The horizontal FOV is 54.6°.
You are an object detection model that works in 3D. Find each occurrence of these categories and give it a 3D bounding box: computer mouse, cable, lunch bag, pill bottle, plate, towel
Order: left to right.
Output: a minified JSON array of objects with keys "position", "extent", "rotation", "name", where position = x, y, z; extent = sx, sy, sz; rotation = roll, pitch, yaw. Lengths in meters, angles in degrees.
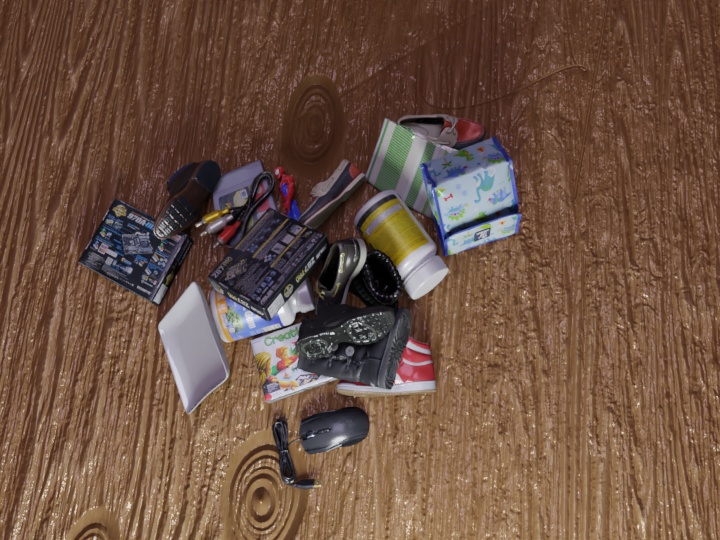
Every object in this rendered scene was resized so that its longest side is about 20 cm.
[{"position":[-0.326,0.154,1.384],"extent":[0.032,0.199,0.204],"rotation":[-8,66,-43],"name":"plate"},{"position":[-0.246,-0.123,1.460],"extent":[0.199,0.050,0.097],"rotation":[-43,75,-5],"name":"cable"},{"position":[-0.194,0.065,1.407],"extent":[0.194,0.112,0.115],"rotation":[-16,73,2],"name":"pill bottle"},{"position":[-0.075,0.343,1.350],"extent":[0.194,0.046,0.145],"rotation":[-9,72,3],"name":"computer mouse"},{"position":[0.083,-0.052,1.410],"extent":[0.113,0.115,0.202],"rotation":[-34,73,-5],"name":"pill bottle"},{"position":[0.114,-0.211,1.461],"extent":[0.196,0.023,0.156],"rotation":[28,115,12],"name":"towel"},{"position":[0.224,-0.132,1.388],"extent":[0.165,0.203,0.129],"rotation":[-17,39,2],"name":"lunch bag"}]

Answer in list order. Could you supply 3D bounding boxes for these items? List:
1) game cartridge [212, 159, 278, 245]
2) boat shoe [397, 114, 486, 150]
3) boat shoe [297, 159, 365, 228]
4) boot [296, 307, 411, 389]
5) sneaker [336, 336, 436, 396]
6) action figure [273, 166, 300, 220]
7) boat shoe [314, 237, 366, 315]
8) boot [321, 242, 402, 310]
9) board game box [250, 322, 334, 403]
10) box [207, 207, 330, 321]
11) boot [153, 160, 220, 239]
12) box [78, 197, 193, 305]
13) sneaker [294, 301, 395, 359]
[{"position":[-0.245,-0.126,1.506],"extent":[0.130,0.041,0.205],"rotation":[-22,73,3],"name":"game cartridge"},{"position":[0.172,-0.300,1.490],"extent":[0.194,0.063,0.073],"rotation":[3,72,5],"name":"boat shoe"},{"position":[-0.070,-0.158,1.460],"extent":[0.062,0.071,0.200],"rotation":[41,62,5],"name":"boat shoe"},{"position":[-0.014,0.134,1.347],"extent":[0.195,0.066,0.168],"rotation":[6,60,29],"name":"boot"},{"position":[0.048,0.187,1.369],"extent":[0.193,0.071,0.116],"rotation":[-2,78,-3],"name":"sneaker"},{"position":[-0.147,-0.129,1.481],"extent":[0.050,0.066,0.205],"rotation":[-12,73,-15],"name":"action figure"},{"position":[-0.054,0.019,1.339],"extent":[0.059,0.204,0.073],"rotation":[2,41,-31],"name":"boat shoe"},{"position":[0.002,-0.002,1.380],"extent":[0.210,0.158,0.080],"rotation":[39,77,14],"name":"boot"},{"position":[-0.113,0.173,1.408],"extent":[0.195,0.035,0.129],"rotation":[-19,72,0],"name":"board game box"},{"position":[-0.178,-0.016,1.363],"extent":[0.159,0.050,0.201],"rotation":[25,62,27],"name":"box"},{"position":[-0.385,-0.155,1.501],"extent":[0.096,0.075,0.202],"rotation":[18,66,50],"name":"boot"},{"position":[-0.482,-0.041,1.499],"extent":[0.196,0.046,0.162],"rotation":[24,78,12],"name":"box"},{"position":[-0.031,0.093,1.298],"extent":[0.194,0.077,0.092],"rotation":[-14,41,10],"name":"sneaker"}]
